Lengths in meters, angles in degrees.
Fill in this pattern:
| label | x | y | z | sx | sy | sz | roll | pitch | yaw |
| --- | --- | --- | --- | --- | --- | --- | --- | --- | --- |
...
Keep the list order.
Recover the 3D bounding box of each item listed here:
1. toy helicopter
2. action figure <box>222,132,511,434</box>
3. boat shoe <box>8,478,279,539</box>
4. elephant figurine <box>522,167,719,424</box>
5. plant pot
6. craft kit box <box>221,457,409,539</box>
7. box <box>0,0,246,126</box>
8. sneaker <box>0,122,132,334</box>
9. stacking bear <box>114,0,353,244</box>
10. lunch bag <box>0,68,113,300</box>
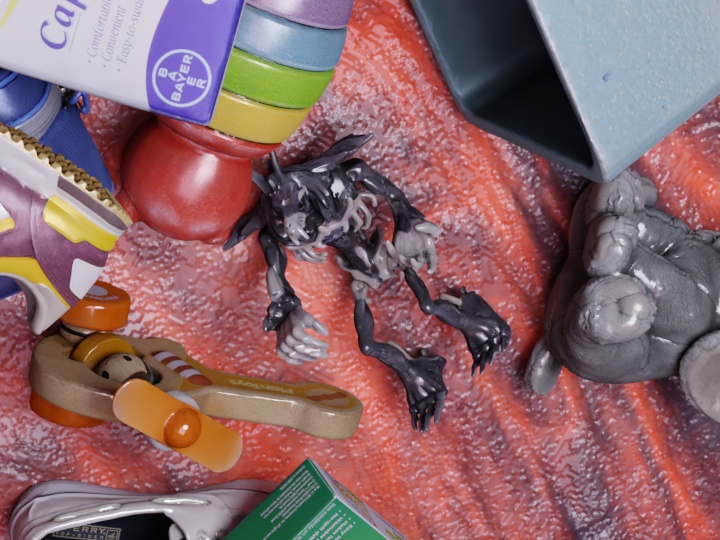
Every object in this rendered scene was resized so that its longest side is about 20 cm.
| label | x | y | z | sx | sy | sz | roll | pitch | yaw |
| --- | --- | --- | --- | --- | --- | --- | --- | --- | --- |
| toy helicopter | -0.092 | 0.072 | 1.505 | 0.199 | 0.132 | 0.079 | 9 | 106 | -16 |
| action figure | 0.000 | 0.000 | 1.521 | 0.119 | 0.102 | 0.200 | -40 | 114 | 15 |
| boat shoe | -0.110 | 0.164 | 1.568 | 0.199 | 0.066 | 0.072 | 9 | 106 | -16 |
| elephant figurine | 0.220 | 0.022 | 1.557 | 0.199 | 0.155 | 0.142 | 14 | 83 | -8 |
| plant pot | 0.139 | -0.196 | 1.447 | 0.200 | 0.196 | 0.197 | -31 | 113 | -13 |
| craft kit box | -0.041 | 0.235 | 1.588 | 0.200 | 0.049 | 0.197 | -44 | 136 | 4 |
| box | -0.146 | -0.192 | 1.319 | 0.199 | 0.105 | 0.185 | 15 | 104 | -7 |
| sneaker | -0.215 | -0.045 | 1.306 | 0.200 | 0.075 | 0.090 | 33 | 93 | -17 |
| stacking bear | -0.074 | -0.111 | 1.457 | 0.121 | 0.114 | 0.201 | 11 | 112 | -34 |
| lunch bag | -0.233 | -0.055 | 1.415 | 0.199 | 0.136 | 0.133 | -25 | 113 | 7 |
